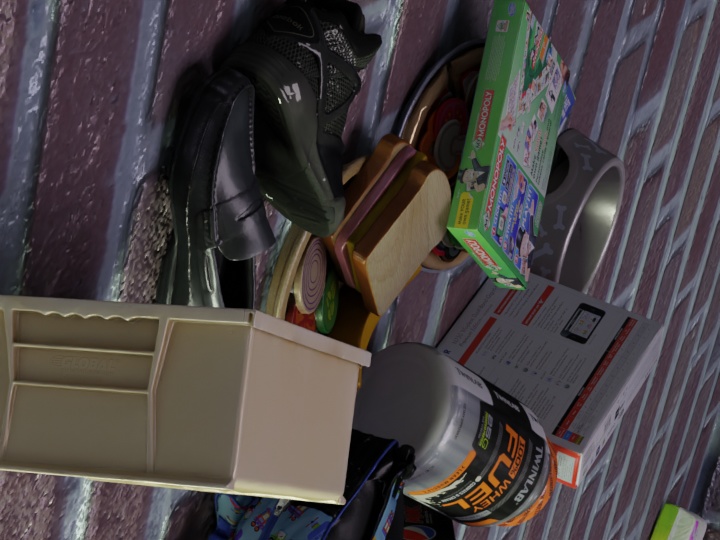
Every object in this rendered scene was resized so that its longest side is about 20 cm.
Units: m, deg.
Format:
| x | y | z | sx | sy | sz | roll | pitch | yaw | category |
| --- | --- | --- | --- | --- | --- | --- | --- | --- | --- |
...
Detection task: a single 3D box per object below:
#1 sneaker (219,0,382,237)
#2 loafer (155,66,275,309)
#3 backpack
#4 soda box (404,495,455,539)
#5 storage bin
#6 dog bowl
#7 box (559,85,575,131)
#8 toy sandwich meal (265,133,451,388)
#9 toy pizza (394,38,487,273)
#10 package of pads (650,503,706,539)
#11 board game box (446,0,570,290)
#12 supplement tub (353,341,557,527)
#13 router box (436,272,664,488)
| x | y | z | sx | sy | sz | roll | pitch | yaw | category |
| --- | --- | --- | --- | --- | --- | --- | --- | --- | --- |
| -0.027 | -0.109 | 1.381 | 0.114 | 0.076 | 0.200 | -52 | 150 | -24 | sneaker |
| -0.085 | -0.034 | 1.314 | 0.068 | 0.070 | 0.201 | -42 | 148 | -52 | loafer |
| -0.052 | 0.228 | 1.583 | 0.200 | 0.134 | 0.183 | -56 | 158 | -33 | backpack |
| 0.049 | 0.249 | 1.843 | 0.200 | 0.070 | 0.064 | -95 | -175 | -74 | soda box |
| -0.121 | 0.074 | 1.154 | 0.200 | 0.198 | 0.094 | 24 | 70 | -71 | storage bin |
| 0.212 | -0.042 | 2.118 | 0.200 | 0.058 | 0.201 | -52 | 154 | -38 | dog bowl |
| 0.136 | -0.115 | 1.855 | 0.201 | 0.048 | 0.122 | -64 | 161 | -8 | box |
| 0.000 | 0.000 | 1.576 | 0.205 | 0.070 | 0.206 | -53 | 156 | -37 | toy sandwich meal |
| 0.090 | -0.092 | 1.709 | 0.200 | 0.032 | 0.201 | -29 | 129 | -44 | toy pizza |
| 0.522 | 0.502 | 3.507 | 0.201 | 0.068 | 0.154 | -67 | 160 | -2 | package of pads |
| 0.123 | -0.102 | 1.677 | 0.135 | 0.029 | 0.201 | 44 | 55 | -59 | board game box |
| 0.082 | 0.149 | 1.787 | 0.200 | 0.122 | 0.123 | 32 | 80 | -48 | supplement tub |
| 0.169 | 0.095 | 1.967 | 0.200 | 0.179 | 0.049 | -50 | 153 | -40 | router box |
